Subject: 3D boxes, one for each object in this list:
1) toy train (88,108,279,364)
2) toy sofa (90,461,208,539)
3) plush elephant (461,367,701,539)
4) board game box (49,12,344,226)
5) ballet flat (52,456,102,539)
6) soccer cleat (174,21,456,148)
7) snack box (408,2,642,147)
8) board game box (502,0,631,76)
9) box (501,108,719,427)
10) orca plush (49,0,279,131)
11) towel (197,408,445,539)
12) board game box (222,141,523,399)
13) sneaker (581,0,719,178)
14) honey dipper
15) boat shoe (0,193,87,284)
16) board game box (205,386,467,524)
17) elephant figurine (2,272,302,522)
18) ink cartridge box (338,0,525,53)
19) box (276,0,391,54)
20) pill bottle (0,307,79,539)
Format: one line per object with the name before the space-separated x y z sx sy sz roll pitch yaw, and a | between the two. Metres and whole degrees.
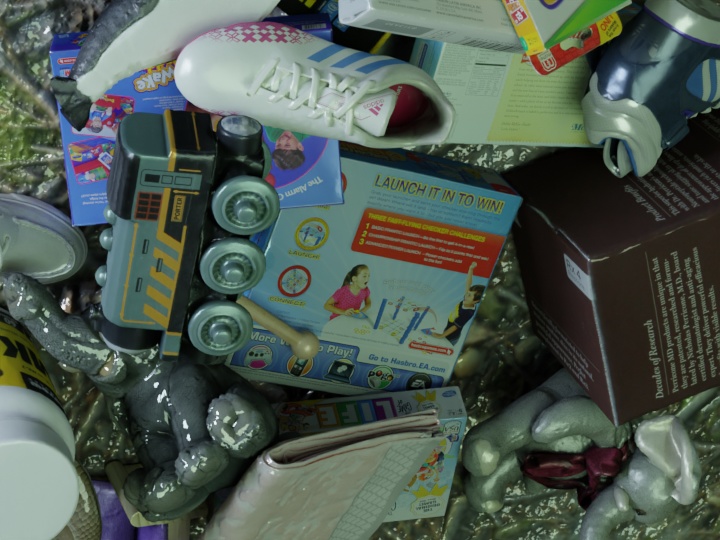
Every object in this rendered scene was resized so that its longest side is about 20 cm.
toy train | -0.124 -0.022 1.472 0.114 0.085 0.200 6 125 -12
toy sofa | -0.183 0.257 1.719 0.098 0.083 0.200 -6 118 -21
plush elephant | 0.197 0.165 1.768 0.200 0.155 0.165 -36 161 -16
board game box | -0.116 -0.109 1.539 0.200 0.045 0.135 -4 113 -2
ballet flat | -0.245 0.232 1.689 0.046 0.067 0.200 -25 133 -45
soccer cleat | -0.026 -0.125 1.459 0.200 0.086 0.070 6 109 -26
snack box | 0.126 -0.155 1.631 0.200 0.037 0.116 -1 117 -36
board game box | 0.123 -0.246 1.513 0.096 0.030 0.200 -31 103 -33
box | 0.246 -0.012 1.701 0.200 0.166 0.164 -21 123 -10
orca plush | -0.134 -0.175 1.480 0.200 0.071 0.105 -47 123 -3
towel | -0.045 0.191 1.653 0.191 0.032 0.200 -8 144 -42
board game box | 0.000 0.000 1.674 0.200 0.056 0.196 12 111 -26
sneaker | 0.242 -0.138 1.664 0.200 0.081 0.146 7 119 -57
honey dipper | -0.100 0.016 1.585 0.200 0.038 0.038 34 100 -39
boat shoe | -0.287 -0.026 1.537 0.200 0.069 0.072 21 106 -29
board game box | -0.022 0.157 1.721 0.200 0.034 0.134 -5 139 -12
elephant figurine | -0.153 0.073 1.584 0.141 0.200 0.155 -32 164 -11
ink cartridge box | 0.061 -0.264 1.516 0.161 0.050 0.200 6 78 -33
box | -0.026 -0.264 1.532 0.200 0.049 0.160 35 101 -32
pill bottle | -0.271 0.113 1.538 0.114 0.200 0.114 -10 119 -17
